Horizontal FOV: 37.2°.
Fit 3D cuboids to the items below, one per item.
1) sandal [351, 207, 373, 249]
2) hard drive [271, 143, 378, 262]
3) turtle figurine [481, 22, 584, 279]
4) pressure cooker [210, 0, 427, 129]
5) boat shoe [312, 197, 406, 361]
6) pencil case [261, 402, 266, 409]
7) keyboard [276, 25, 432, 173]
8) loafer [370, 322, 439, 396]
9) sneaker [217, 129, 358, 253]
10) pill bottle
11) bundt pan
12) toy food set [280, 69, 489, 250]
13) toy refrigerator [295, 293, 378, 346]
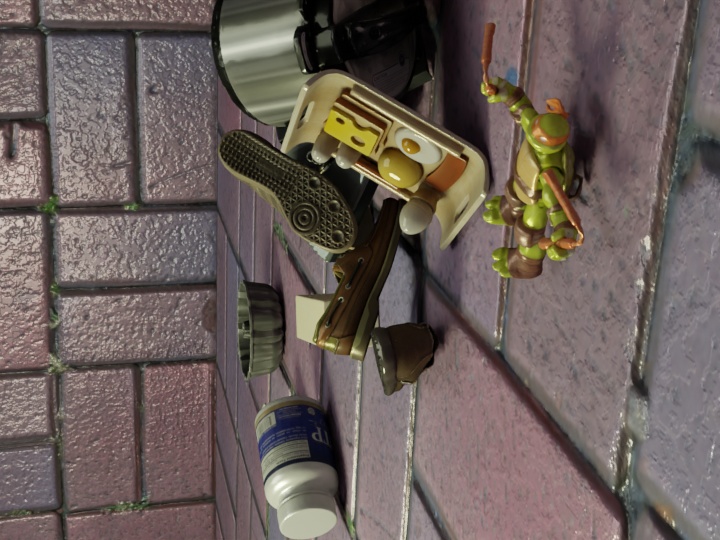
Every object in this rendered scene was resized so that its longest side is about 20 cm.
[{"bbox_3d":[-0.032,-0.124,1.444,0.070,0.077,0.214,142,120,-68],"label":"sandal"},{"bbox_3d":[-0.030,-0.131,1.255,0.140,0.033,0.201,45,121,34],"label":"hard drive"},{"bbox_3d":[0.131,-0.078,0.817,0.162,0.064,0.201,97,157,-59],"label":"turtle figurine"},{"bbox_3d":[-0.034,-0.242,1.102,0.198,0.178,0.178,-4,64,34],"label":"pressure cooker"},{"bbox_3d":[0.000,0.000,1.223,0.072,0.067,0.202,99,-171,-68],"label":"boat shoe"},{"bbox_3d":[-0.127,0.311,1.861,0.078,0.089,0.201,-49,31,19],"label":"pencil case"},{"bbox_3d":[-0.011,-0.186,1.187,0.199,0.021,0.128,-23,64,27],"label":"keyboard"},{"bbox_3d":[0.053,0.095,1.161,0.200,0.070,0.074,70,-172,-85],"label":"loafer"},{"bbox_3d":[-0.075,-0.094,1.239,0.071,0.200,0.076,-50,-13,5],"label":"sneaker"},{"bbox_3d":[-0.097,0.310,1.676,0.120,0.118,0.201,103,160,-46],"label":"pill bottle"},{"bbox_3d":[-0.200,0.119,2.150,0.202,0.075,0.204,178,90,-75],"label":"bundt pan"},{"bbox_3d":[0.020,-0.102,1.047,0.061,0.199,0.144,-60,1,-24],"label":"toy food set"},{"bbox_3d":[-0.035,0.071,1.487,0.200,0.075,0.071,-179,87,-75],"label":"toy refrigerator"}]
